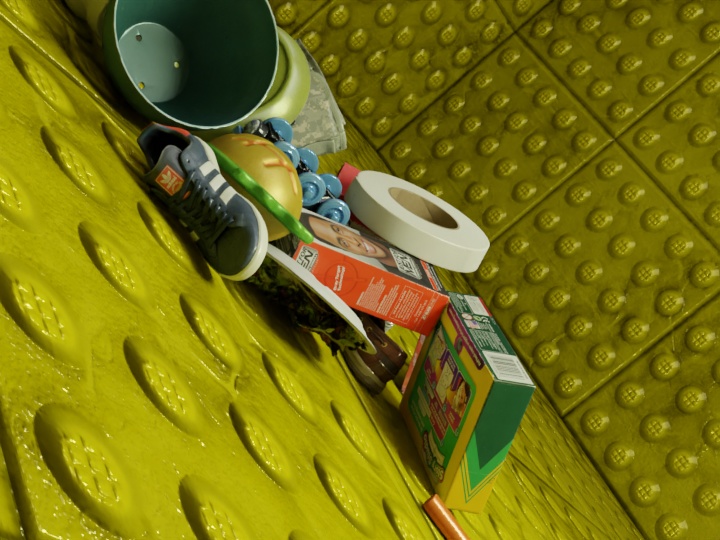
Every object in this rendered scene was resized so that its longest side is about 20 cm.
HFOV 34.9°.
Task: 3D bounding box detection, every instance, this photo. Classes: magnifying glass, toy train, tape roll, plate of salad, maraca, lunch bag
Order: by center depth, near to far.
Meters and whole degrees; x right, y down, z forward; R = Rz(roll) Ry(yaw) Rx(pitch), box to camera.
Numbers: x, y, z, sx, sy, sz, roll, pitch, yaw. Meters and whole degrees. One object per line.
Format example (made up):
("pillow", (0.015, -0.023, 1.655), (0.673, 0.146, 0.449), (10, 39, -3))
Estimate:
("magnifying glass", (0.132, 0.322, 1.200), (0.201, 0.022, 0.080), (55, 8, 5))
("plate of salad", (-0.066, 0.033, 1.215), (0.199, 0.048, 0.200), (38, -10, 8))
("maraca", (-0.114, -0.084, 1.228), (0.137, 0.108, 0.200), (39, -1, -28))
("toy train", (-0.096, -0.096, 1.406), (0.200, 0.114, 0.087), (46, 16, -35))
("tape roll", (0.075, -0.066, 1.498), (0.200, 0.037, 0.203), (26, 19, -9))
("lunch bag", (-0.119, -0.203, 1.500), (0.201, 0.161, 0.119), (-120, -164, -49))

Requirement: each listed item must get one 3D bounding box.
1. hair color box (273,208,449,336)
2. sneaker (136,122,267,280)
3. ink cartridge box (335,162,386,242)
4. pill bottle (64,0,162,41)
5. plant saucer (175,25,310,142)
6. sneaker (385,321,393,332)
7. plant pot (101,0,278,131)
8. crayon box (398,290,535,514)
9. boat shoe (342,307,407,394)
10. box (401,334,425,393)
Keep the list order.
("hair color box", (0.000, 0.000, 1.368), (0.197, 0.062, 0.102), (21, 20, -20))
("sneaker", (-0.162, -0.070, 1.105), (0.084, 0.075, 0.200), (30, 16, -50))
("ink cartridge box", (0.000, -0.084, 1.654), (0.115, 0.068, 0.200), (28, -19, -7))
("pill bottle", (-0.316, -0.371, 1.363), (0.201, 0.115, 0.116), (54, 9, 23))
("plant saucer", (-0.161, -0.249, 1.435), (0.201, 0.198, 0.031), (54, -17, 21))
("sneaker", (-0.003, 0.009, 1.606), (0.130, 0.079, 0.200), (47, 9, -17))
("plant pot", (-0.209, -0.248, 1.288), (0.201, 0.201, 0.134), (48, -28, -20))
("crayon box", (0.118, 0.150, 1.335), (0.057, 0.175, 0.201), (10, 25, -19))
("boat shoe", (0.002, 0.064, 1.418), (0.072, 0.067, 0.201), (43, 12, -45))
("box", (0.138, 0.149, 1.600), (0.093, 0.104, 0.200), (19, -6, 22))
